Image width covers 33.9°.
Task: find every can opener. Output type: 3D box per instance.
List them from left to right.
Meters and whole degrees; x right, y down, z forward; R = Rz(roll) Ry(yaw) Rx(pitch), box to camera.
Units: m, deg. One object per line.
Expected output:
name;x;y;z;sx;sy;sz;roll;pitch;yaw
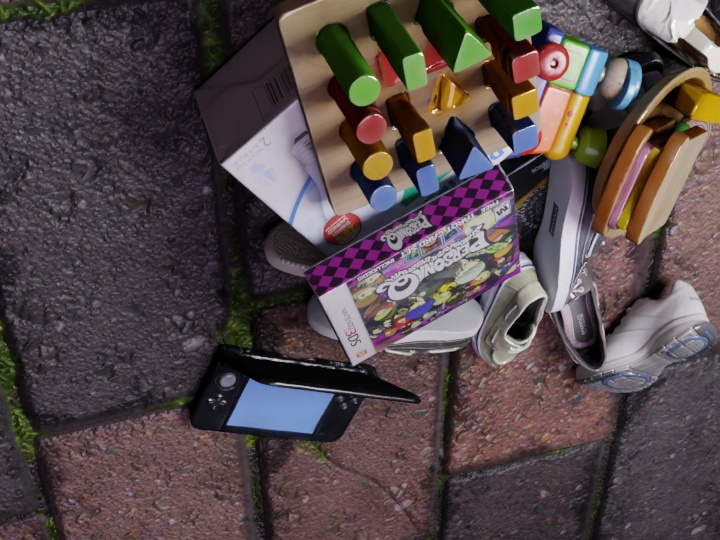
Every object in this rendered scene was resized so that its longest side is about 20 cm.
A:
can opener;0.208;-0.157;1.172;0.197;0.067;0.053;-17;129;5

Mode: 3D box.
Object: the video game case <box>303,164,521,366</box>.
video game case;0.056;0.001;1.103;0.198;0.036;0.182;-29;155;-3

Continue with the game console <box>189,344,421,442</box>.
game console;-0.064;0.154;1.297;0.197;0.117;0.177;11;125;-29

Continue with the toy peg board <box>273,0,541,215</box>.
toy peg board;0.058;-0.135;0.928;0.197;0.098;0.201;-22;132;-6

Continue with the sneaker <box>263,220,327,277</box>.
sneaker;0.000;0.001;1.212;0.196;0.078;0.112;-3;144;-6

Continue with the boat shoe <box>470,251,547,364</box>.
boat shoe;0.164;0.059;1.316;0.071;0.063;0.201;-21;150;-11

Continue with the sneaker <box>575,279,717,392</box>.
sneaker;0.340;0.085;1.432;0.074;0.088;0.199;21;138;-37

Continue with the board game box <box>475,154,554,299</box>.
board game box;0.170;-0.064;1.256;0.198;0.028;0.135;-33;134;9

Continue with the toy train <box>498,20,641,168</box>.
toy train;0.180;-0.122;1.116;0.114;0.085;0.203;14;108;-14

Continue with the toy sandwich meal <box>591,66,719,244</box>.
toy sandwich meal;0.297;-0.103;1.142;0.204;0.070;0.207;-38;148;-28

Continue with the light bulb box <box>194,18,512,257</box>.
light bulb box;-0.005;-0.134;1.056;0.197;0.126;0.200;-39;132;14

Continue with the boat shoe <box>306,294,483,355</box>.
boat shoe;0.034;0.062;1.284;0.196;0.072;0.064;5;143;-15

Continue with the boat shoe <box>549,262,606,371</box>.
boat shoe;0.249;0.041;1.363;0.066;0.057;0.201;-26;135;3

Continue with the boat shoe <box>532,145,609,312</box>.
boat shoe;0.226;-0.042;1.234;0.067;0.072;0.203;-7;126;-14

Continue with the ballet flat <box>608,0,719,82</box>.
ballet flat;0.309;-0.239;1.128;0.198;0.069;0.068;25;114;-36
